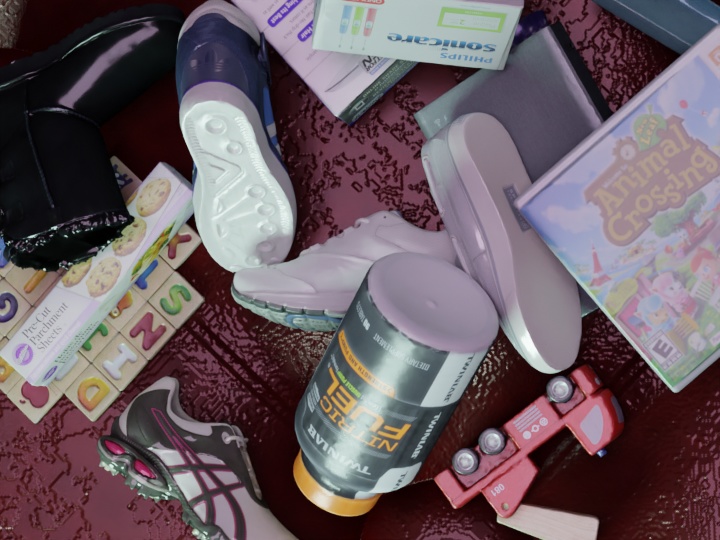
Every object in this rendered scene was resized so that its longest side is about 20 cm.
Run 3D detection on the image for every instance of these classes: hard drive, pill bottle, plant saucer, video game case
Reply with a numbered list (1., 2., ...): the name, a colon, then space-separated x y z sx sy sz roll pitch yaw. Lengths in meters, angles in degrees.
1. hard drive: 0.143 -0.065 1.702 0.139 0.033 0.200 -32 86 35
2. pill bottle: 0.017 0.091 1.681 0.106 0.106 0.200 33 126 9
3. plant saucer: 0.264 -0.174 1.710 0.200 0.070 0.019 33 131 9
4. video game case: 0.243 -0.045 1.633 0.200 0.022 0.182 -41 85 4

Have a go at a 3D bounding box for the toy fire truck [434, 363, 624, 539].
1. toy fire truck: 0.132 0.181 1.716 0.200 0.049 0.141 -38 83 5

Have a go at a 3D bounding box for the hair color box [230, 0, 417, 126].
1. hair color box: -0.039 -0.222 1.757 0.109 0.065 0.200 -42 80 4

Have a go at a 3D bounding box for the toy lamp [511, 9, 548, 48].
1. toy lamp: 0.180 -0.106 1.720 0.058 0.058 0.200 -37 81 6

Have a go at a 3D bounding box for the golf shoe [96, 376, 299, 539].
1. golf shoe: -0.106 0.165 1.744 0.200 0.077 0.088 36 86 9

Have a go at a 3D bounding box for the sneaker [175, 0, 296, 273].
1. sneaker: -0.094 -0.112 1.746 0.080 0.200 0.147 -7 46 7

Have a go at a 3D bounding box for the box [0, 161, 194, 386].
1. box: -0.201 0.003 1.777 0.041 0.039 0.200 42 94 11

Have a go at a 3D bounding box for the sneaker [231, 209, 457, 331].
1. sneaker: 0.000 0.000 1.742 0.199 0.075 0.087 -3 79 -1

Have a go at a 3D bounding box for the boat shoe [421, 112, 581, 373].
1. boat shoe: 0.099 -0.015 1.685 0.068 0.072 0.201 -24 92 47

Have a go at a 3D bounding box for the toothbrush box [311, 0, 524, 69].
1. toothbrush box: 0.044 -0.259 1.679 0.145 0.086 0.201 6 61 -5

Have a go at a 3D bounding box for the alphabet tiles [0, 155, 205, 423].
1. alphabet tiles: -0.226 0.015 1.804 0.166 0.006 0.200 43 94 8

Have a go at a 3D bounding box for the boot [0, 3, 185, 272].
1. boot: -0.208 -0.100 1.752 0.198 0.073 0.163 -22 64 14
